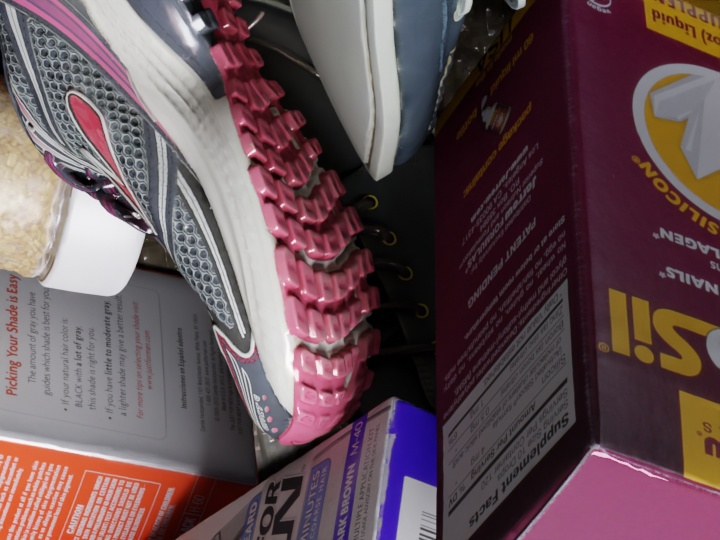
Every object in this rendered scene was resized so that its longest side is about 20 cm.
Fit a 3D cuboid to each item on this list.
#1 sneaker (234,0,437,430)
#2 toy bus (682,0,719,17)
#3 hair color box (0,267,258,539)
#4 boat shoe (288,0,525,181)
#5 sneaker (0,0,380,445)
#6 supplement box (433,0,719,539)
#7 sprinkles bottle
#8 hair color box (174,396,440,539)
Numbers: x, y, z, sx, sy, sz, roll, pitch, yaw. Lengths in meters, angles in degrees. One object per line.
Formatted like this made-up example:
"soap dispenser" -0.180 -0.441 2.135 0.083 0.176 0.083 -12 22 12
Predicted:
"sneaker" 0.000 0.000 0.921 0.075 0.106 0.200 -35 106 23
"toy bus" 0.156 -0.060 0.936 0.199 0.065 0.079 11 133 -12
"hair color box" -0.139 0.040 0.963 0.199 0.102 0.061 13 128 -16
"boat shoe" 0.011 -0.101 0.826 0.062 0.075 0.201 -27 146 -14
"sneaker" -0.057 -0.036 0.871 0.074 0.201 0.081 -31 165 16
"supplement box" 0.087 0.017 0.821 0.110 0.201 0.086 20 133 -19
"sprinkles bottle" -0.167 -0.041 0.913 0.199 0.068 0.068 10 128 -15
"hair color box" -0.025 0.129 0.877 0.065 0.110 0.200 23 146 -22
